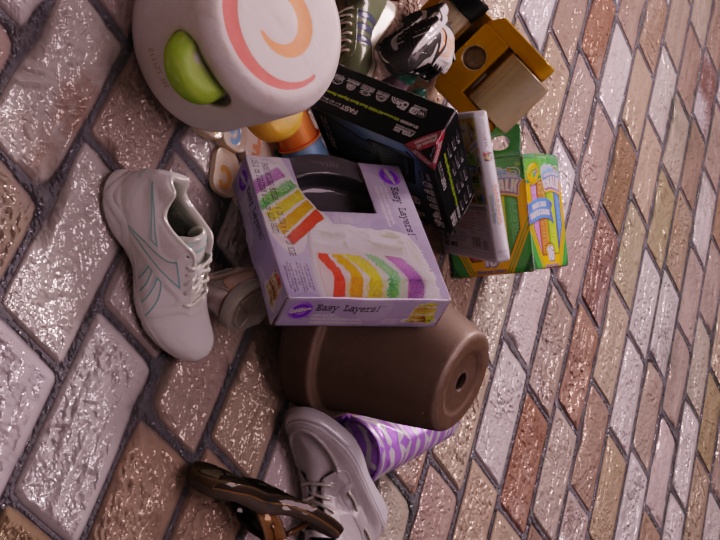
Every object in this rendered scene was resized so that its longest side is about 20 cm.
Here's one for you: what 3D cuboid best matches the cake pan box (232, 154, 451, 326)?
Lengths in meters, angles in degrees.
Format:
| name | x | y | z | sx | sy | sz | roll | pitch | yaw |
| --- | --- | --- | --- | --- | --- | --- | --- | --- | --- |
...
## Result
| name | x | y | z | sx | sy | sz | roll | pitch | yaw |
| --- | --- | --- | --- | --- | --- | --- | --- | --- | --- |
| cake pan box | -0.022 | -0.032 | 1.411 | 0.183 | 0.052 | 0.201 | 4 | 48 | -27 |

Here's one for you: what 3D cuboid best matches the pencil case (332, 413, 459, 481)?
| name | x | y | z | sx | sy | sz | roll | pitch | yaw |
| --- | --- | --- | --- | --- | --- | --- | --- | --- | --- |
| pencil case | 0.041 | 0.182 | 1.619 | 0.200 | 0.084 | 0.086 | -21 | 98 | -57 |

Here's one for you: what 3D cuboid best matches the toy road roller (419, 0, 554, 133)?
| name | x | y | z | sx | sy | sz | roll | pitch | yaw |
| --- | --- | --- | --- | --- | --- | --- | --- | --- | --- |
| toy road roller | 0.152 | -0.273 | 1.798 | 0.200 | 0.123 | 0.146 | 48 | 11 | 8 |

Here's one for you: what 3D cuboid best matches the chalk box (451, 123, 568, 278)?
| name | x | y | z | sx | sy | sz | roll | pitch | yaw |
| --- | --- | --- | --- | --- | --- | --- | --- | --- | --- |
| chalk box | 0.194 | -0.096 | 1.882 | 0.124 | 0.124 | 0.201 | -7 | 91 | -59 |

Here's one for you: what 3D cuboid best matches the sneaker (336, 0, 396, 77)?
| name | x | y | z | sx | sy | sz | roll | pitch | yaw |
| --- | --- | --- | --- | --- | --- | --- | --- | --- | --- |
| sneaker | -0.020 | -0.282 | 1.618 | 0.090 | 0.067 | 0.201 | 55 | 38 | -34 |

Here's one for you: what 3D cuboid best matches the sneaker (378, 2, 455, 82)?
| name | x | y | z | sx | sy | sz | roll | pitch | yaw |
| --- | --- | --- | --- | --- | --- | --- | --- | --- | --- |
| sneaker | 0.078 | -0.258 | 1.644 | 0.080 | 0.073 | 0.200 | 69 | 23 | -16 |

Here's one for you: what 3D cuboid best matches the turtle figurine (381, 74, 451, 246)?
| name | x | y | z | sx | sy | sz | roll | pitch | yaw |
| --- | --- | --- | --- | --- | --- | --- | --- | --- | --- |
| turtle figurine | 0.069 | -0.133 | 1.698 | 0.150 | 0.100 | 0.201 | 99 | -20 | -74 |

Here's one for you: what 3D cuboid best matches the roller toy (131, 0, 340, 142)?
| name | x | y | z | sx | sy | sz | roll | pitch | yaw |
| --- | --- | --- | --- | --- | --- | --- | --- | --- | --- |
| roller toy | -0.122 | -0.231 | 1.356 | 0.200 | 0.139 | 0.183 | 13 | 75 | -43 |

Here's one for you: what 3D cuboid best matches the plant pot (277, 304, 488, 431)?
| name | x | y | z | sx | sy | sz | roll | pitch | yaw |
| --- | --- | --- | --- | --- | --- | --- | --- | --- | --- |
| plant pot | 0.038 | 0.084 | 1.482 | 0.200 | 0.174 | 0.201 | -40 | 142 | -41 |

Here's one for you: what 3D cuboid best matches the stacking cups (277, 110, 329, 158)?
| name | x | y | z | sx | sy | sz | roll | pitch | yaw |
| --- | --- | --- | --- | --- | --- | --- | --- | --- | --- |
| stacking cups | -0.059 | -0.125 | 1.511 | 0.061 | 0.060 | 0.201 | -53 | 126 | -48 |

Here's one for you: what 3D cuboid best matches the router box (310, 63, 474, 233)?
| name | x | y | z | sx | sy | sz | roll | pitch | yaw |
| --- | --- | --- | --- | --- | --- | --- | --- | --- | --- |
| router box | 0.039 | -0.132 | 1.541 | 0.062 | 0.149 | 0.200 | -59 | 159 | -16 |

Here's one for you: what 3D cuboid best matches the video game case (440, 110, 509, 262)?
| name | x | y | z | sx | sy | sz | roll | pitch | yaw |
| --- | --- | --- | --- | --- | --- | --- | --- | --- | --- |
| video game case | 0.131 | -0.107 | 1.747 | 0.200 | 0.023 | 0.183 | -163 | -118 | -75 |

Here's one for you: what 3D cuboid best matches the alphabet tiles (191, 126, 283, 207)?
| name | x | y | z | sx | sy | sz | roll | pitch | yaw |
| --- | --- | --- | --- | --- | --- | --- | --- | --- | --- |
| alphabet tiles | -0.112 | -0.159 | 1.489 | 0.200 | 0.015 | 0.197 | 31 | 60 | -54 |

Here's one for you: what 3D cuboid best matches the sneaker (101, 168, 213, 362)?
| name | x | y | z | sx | sy | sz | roll | pitch | yaw |
| --- | --- | --- | --- | --- | --- | --- | --- | --- | --- |
| sneaker | -0.174 | -0.002 | 1.301 | 0.070 | 0.080 | 0.201 | -50 | 128 | -52 |

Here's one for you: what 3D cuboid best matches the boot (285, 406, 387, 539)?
| name | x | y | z | sx | sy | sz | roll | pitch | yaw |
| --- | --- | --- | --- | --- | --- | --- | --- | --- | --- |
| boot | -0.034 | 0.245 | 1.497 | 0.200 | 0.073 | 0.096 | 59 | 39 | -32 |

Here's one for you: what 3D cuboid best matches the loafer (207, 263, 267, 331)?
| name | x | y | z | sx | sy | sz | roll | pitch | yaw |
| --- | --- | --- | --- | --- | --- | --- | --- | --- | --- |
| loafer | -0.099 | 0.012 | 1.441 | 0.200 | 0.063 | 0.072 | -15 | 132 | -61 |

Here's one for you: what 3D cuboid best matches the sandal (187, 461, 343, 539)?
| name | x | y | z | sx | sy | sz | roll | pitch | yaw |
| --- | --- | --- | --- | --- | --- | --- | --- | --- | --- |
| sandal | -0.099 | 0.242 | 1.390 | 0.200 | 0.082 | 0.055 | 28 | 83 | -48 |
